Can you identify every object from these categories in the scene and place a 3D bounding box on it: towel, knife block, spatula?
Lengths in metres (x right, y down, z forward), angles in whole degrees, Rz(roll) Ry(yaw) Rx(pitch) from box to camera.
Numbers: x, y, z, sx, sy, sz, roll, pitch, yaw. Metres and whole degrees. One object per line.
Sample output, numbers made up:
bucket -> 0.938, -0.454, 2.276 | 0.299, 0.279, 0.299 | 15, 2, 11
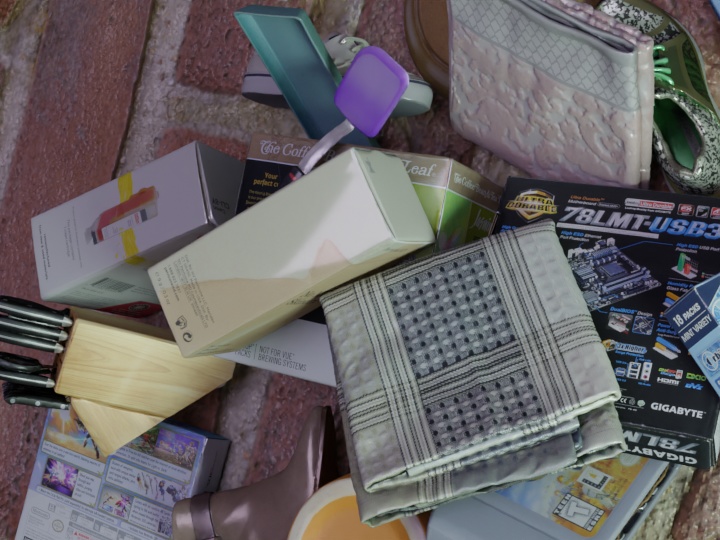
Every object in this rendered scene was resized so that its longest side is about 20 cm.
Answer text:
towel -> 0.072, 0.065, 0.899 | 0.190, 0.035, 0.202 | -17, 53, 5
knife block -> -0.235, 0.065, 1.160 | 0.199, 0.064, 0.177 | -31, 108, -10
towel -> 0.143, -0.140, 1.010 | 0.032, 0.192, 0.199 | -39, 54, -23
spatula -> -0.035, -0.092, 1.035 | 0.057, 0.020, 0.200 | 46, 104, 24

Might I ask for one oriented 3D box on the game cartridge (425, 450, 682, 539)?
game cartridge -> 0.140, 0.147, 0.914 | 0.132, 0.200, 0.042 | 25, 139, 27

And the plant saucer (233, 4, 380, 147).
plant saucer -> -0.039, -0.157, 1.111 | 0.069, 0.200, 0.019 | 11, 63, 31

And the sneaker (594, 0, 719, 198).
sneaker -> 0.235, -0.141, 1.002 | 0.077, 0.088, 0.202 | -34, 67, 20

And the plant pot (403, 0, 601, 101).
plant pot -> 0.120, -0.240, 1.122 | 0.198, 0.027, 0.203 | -6, 78, 30

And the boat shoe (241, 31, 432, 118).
boat shoe -> -0.020, -0.183, 1.172 | 0.198, 0.071, 0.071 | 9, 84, 35

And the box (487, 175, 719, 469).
box -> 0.178, 0.030, 0.941 | 0.197, 0.050, 0.200 | 8, 57, 22

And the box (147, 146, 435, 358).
box -> -0.053, -0.012, 0.985 | 0.199, 0.095, 0.079 | -29, 79, 23

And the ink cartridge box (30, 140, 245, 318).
ink cartridge box -> -0.181, -0.032, 1.193 | 0.198, 0.145, 0.084 | -21, 70, 25

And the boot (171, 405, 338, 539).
boot -> -0.095, 0.215, 1.133 | 0.144, 0.070, 0.203 | 2, 93, 16

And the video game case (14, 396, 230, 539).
video game case -> -0.233, 0.222, 1.238 | 0.198, 0.045, 0.184 | 14, 90, 31

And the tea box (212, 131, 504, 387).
tea box -> 0.000, 0.000, 1.089 | 0.198, 0.133, 0.200 | 12, 88, 30

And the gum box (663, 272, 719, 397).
gum box -> 0.324, 0.073, 0.861 | 0.201, 0.169, 0.045 | 58, 149, 15

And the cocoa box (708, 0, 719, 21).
cocoa box -> 0.322, -0.221, 0.941 | 0.133, 0.131, 0.202 | -31, 68, 22

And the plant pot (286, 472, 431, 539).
plant pot -> 0.039, 0.226, 1.000 | 0.198, 0.183, 0.203 | -5, 80, 29
